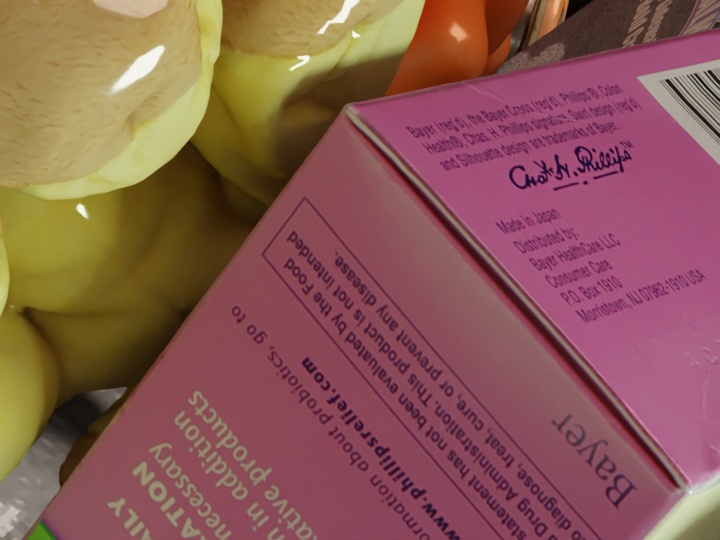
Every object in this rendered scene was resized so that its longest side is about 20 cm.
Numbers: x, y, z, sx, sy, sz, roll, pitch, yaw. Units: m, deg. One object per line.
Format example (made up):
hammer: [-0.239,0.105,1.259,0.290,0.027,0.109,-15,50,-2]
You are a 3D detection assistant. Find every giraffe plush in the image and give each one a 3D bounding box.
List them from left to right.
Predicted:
giraffe plush: [-0.089,-0.053,0.552,0.162,0.173,0.200,46,16,15]

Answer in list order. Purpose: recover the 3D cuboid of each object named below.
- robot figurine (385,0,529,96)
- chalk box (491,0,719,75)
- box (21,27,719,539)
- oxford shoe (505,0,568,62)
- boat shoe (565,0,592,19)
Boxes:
robot figurine: [-0.011,-0.121,0.768,0.143,0.117,0.201,17,41,-20]
chalk box: [0.115,-0.020,0.734,0.124,0.200,0.125,46,36,-15]
box: [0.022,0.056,0.595,0.097,0.200,0.175,48,32,17]
oxford shoe: [0.031,-0.124,0.995,0.072,0.072,0.200,8,32,-13]
boat shoe: [0.096,-0.057,0.959,0.070,0.064,0.201,27,32,-20]
